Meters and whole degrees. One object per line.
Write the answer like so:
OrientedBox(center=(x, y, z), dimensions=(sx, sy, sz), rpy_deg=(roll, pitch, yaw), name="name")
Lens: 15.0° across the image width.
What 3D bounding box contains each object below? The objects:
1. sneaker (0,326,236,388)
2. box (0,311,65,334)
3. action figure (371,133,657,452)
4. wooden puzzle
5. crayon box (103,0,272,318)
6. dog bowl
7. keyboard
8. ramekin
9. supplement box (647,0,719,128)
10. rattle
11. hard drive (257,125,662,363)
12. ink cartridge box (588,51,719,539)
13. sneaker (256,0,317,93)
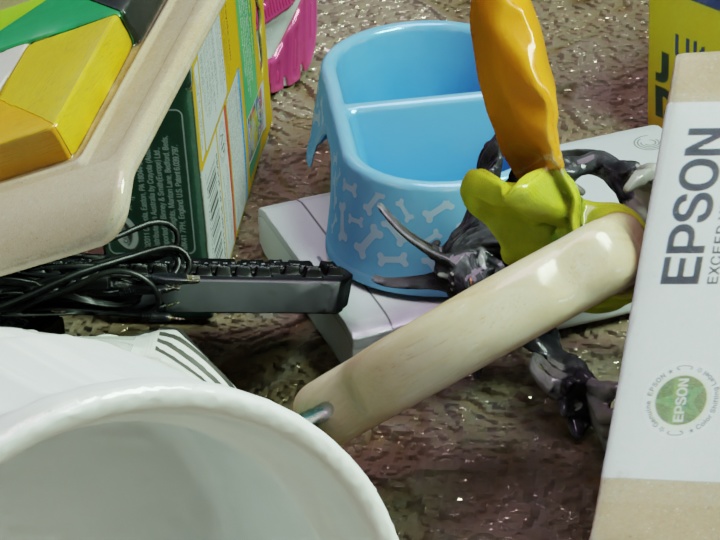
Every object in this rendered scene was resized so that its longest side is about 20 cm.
OrientedBox(center=(-0.137, 0.051, 1.047), dimensions=(0.200, 0.076, 0.115), rpy_deg=(11, 5, 17), name="sneaker")
OrientedBox(center=(-0.245, 0.047, 1.133), dimensions=(0.200, 0.044, 0.160), rpy_deg=(16, 33, 31), name="box")
OrientedBox(center=(0.108, 0.003, 1.109), dimensions=(0.200, 0.119, 0.102), rpy_deg=(-1, 23, -7), name="action figure")
OrientedBox(center=(-0.152, -0.065, 1.111), dimensions=(0.185, 0.037, 0.200), rpy_deg=(-15, 34, 24), name="wooden puzzle")
OrientedBox(center=(-0.081, -0.080, 1.264), dimensions=(0.051, 0.126, 0.200), rpy_deg=(0, 28, 7), name="crayon box")
OrientedBox(center=(0.034, -0.057, 1.235), dimensions=(0.111, 0.050, 0.200), rpy_deg=(-6, 28, -4), name="dog bowl")
OrientedBox(center=(-0.101, -0.006, 1.121), dimensions=(0.200, 0.040, 0.104), rpy_deg=(0, 11, -7), name="keyboard")
OrientedBox(center=(-0.093, 0.117, 0.842), dimensions=(0.200, 0.201, 0.098), rpy_deg=(-19, 24, -26), name="ramekin")
OrientedBox(center=(0.247, -0.130, 1.339), dimensions=(0.200, 0.110, 0.109), rpy_deg=(-24, 34, -34), name="supplement box")
OrientedBox(center=(0.000, 0.000, 1.020), dimensions=(0.200, 0.143, 0.130), rpy_deg=(-28, 14, 16), name="rattle")
OrientedBox(center=(0.069, -0.013, 1.229), dimensions=(0.200, 0.027, 0.132), rpy_deg=(-12, 30, -16), name="hard drive")
OrientedBox(center=(0.179, 0.022, 0.948), dimensions=(0.164, 0.075, 0.200), rpy_deg=(0, 64, 26), name="ink cartridge box")
OrientedBox(center=(-0.114, -0.110, 1.382), dimensions=(0.088, 0.082, 0.200), rpy_deg=(19, 27, 36), name="sneaker")
